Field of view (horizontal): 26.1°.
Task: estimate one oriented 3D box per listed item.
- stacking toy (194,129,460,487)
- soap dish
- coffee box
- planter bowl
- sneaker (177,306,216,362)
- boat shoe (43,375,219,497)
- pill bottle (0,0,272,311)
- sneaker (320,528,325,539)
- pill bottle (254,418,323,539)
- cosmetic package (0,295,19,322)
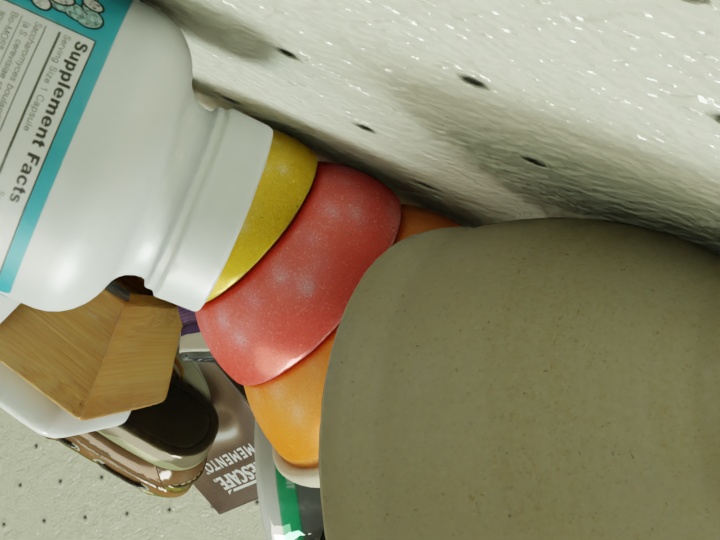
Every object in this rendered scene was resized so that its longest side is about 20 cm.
[{"bbox_3d":[-0.041,-0.016,0.688,0.200,0.146,0.146,45,168,-19],"label":"stacking toy"},{"bbox_3d":[-0.192,0.001,0.828,0.199,0.082,0.157,36,-177,8],"label":"soap dish"},{"bbox_3d":[-0.102,0.042,0.963,0.200,0.080,0.114,50,140,-10],"label":"coffee box"},{"bbox_3d":[0.097,0.071,0.533,0.134,0.203,0.199,-14,153,36],"label":"planter bowl"},{"bbox_3d":[0.000,0.000,0.837,0.197,0.089,0.076,-2,174,-12],"label":"sneaker"},{"bbox_3d":[-0.180,0.069,0.929,0.199,0.072,0.068,36,136,8],"label":"boat shoe"},{"bbox_3d":[-0.132,-0.057,0.525,0.198,0.112,0.111,24,175,-11],"label":"pill bottle"},{"bbox_3d":[0.017,0.121,0.607,0.099,0.070,0.200,-17,-167,36],"label":"sneaker"},{"bbox_3d":[0.048,0.101,0.850,0.197,0.115,0.113,-6,172,6],"label":"pill bottle"},{"bbox_3d":[-0.233,-0.061,0.708,0.200,0.081,0.113,45,177,8],"label":"cosmetic package"}]
